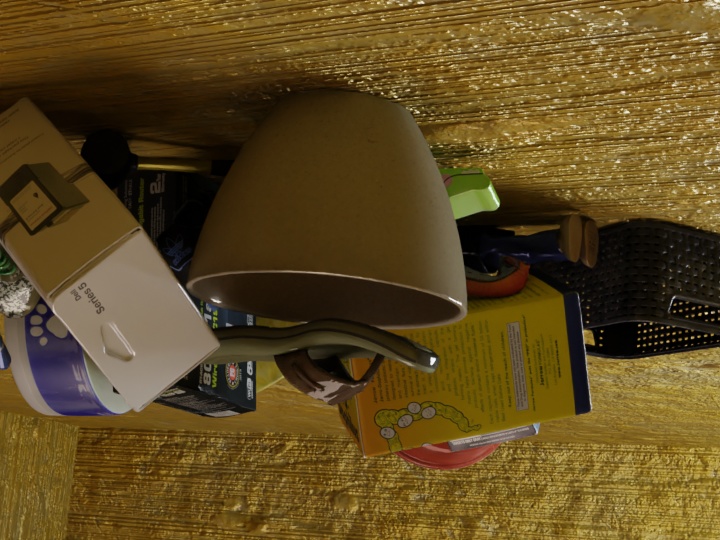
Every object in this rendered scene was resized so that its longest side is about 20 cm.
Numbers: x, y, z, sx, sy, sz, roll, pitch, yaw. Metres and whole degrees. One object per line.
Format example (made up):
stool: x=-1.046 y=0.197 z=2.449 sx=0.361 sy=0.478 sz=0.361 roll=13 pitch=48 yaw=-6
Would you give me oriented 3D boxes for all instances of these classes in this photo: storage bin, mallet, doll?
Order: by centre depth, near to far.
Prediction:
mallet: x=-0.128 y=-0.086 z=1.167 sx=0.199 sy=0.041 sz=0.066 roll=2 pitch=171 yaw=-3
doll: x=0.114 y=-0.021 z=1.329 sx=0.200 sy=0.049 sz=0.136 roll=-2 pitch=172 yaw=30
storage bin: x=0.257 y=0.023 z=1.373 sx=0.135 sy=0.094 sz=0.200 roll=11 pitch=168 yaw=-26

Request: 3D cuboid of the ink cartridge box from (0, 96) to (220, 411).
ink cartridge box: x=-0.205 y=-0.013 z=1.065 sx=0.200 sy=0.084 sz=0.146 roll=44 pitch=168 yaw=41

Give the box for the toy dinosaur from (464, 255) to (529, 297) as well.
toy dinosaur: x=0.045 y=-0.001 z=1.240 sx=0.181 sy=0.200 sz=0.105 roll=34 pitch=-166 yaw=17

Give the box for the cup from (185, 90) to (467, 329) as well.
cup: x=-0.019 y=-0.046 z=1.037 sx=0.200 sy=0.144 sz=0.200 roll=4 pitch=169 yaw=1

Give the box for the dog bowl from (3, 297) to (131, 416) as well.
dog bowl: x=-0.271 y=0.044 z=1.433 sx=0.079 sy=0.201 sz=0.200 roll=0 pitch=167 yaw=14

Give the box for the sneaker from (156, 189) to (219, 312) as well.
sneaker: x=-0.111 y=-0.039 z=1.207 sx=0.070 sy=0.078 sz=0.200 roll=-39 pitch=-169 yaw=19

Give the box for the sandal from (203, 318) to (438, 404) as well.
sandal: x=-0.032 y=0.071 z=1.071 sx=0.201 sy=0.057 sz=0.080 roll=-3 pitch=166 yaw=31

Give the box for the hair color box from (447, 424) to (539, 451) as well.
hair color box: x=0.102 y=0.081 z=1.458 sx=0.100 sy=0.200 sz=0.061 roll=-16 pitch=-155 yaw=24

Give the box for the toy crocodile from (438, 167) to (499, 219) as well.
toy crocodile: x=0.010 y=-0.056 z=1.144 sx=0.199 sy=0.062 sz=0.068 roll=1 pitch=155 yaw=15

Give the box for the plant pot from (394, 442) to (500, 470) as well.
plant pot: x=0.114 y=0.109 z=1.643 sx=0.200 sy=0.201 sz=0.195 roll=7 pitch=160 yaw=-11

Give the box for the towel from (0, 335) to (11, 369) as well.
towel: x=-0.342 y=-0.022 z=1.156 sx=0.145 sy=0.024 sz=0.200 roll=39 pitch=151 yaw=40

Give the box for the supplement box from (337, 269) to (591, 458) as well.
supplement box: x=0.081 y=0.076 z=1.236 sx=0.199 sy=0.110 sz=0.109 roll=-10 pitch=-168 yaw=-9

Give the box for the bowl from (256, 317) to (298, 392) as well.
bowl: x=-0.082 y=0.023 z=1.425 sx=0.108 sy=0.200 sz=0.200 roll=53 pitch=154 yaw=-10

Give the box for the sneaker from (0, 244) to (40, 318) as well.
sneaker: x=-0.310 y=-0.025 z=1.178 sx=0.077 sy=0.089 sz=0.200 roll=-4 pitch=132 yaw=4

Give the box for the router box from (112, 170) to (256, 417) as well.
router box: x=-0.150 y=0.019 z=1.264 sx=0.062 sy=0.201 sz=0.150 roll=-8 pitch=164 yaw=23
